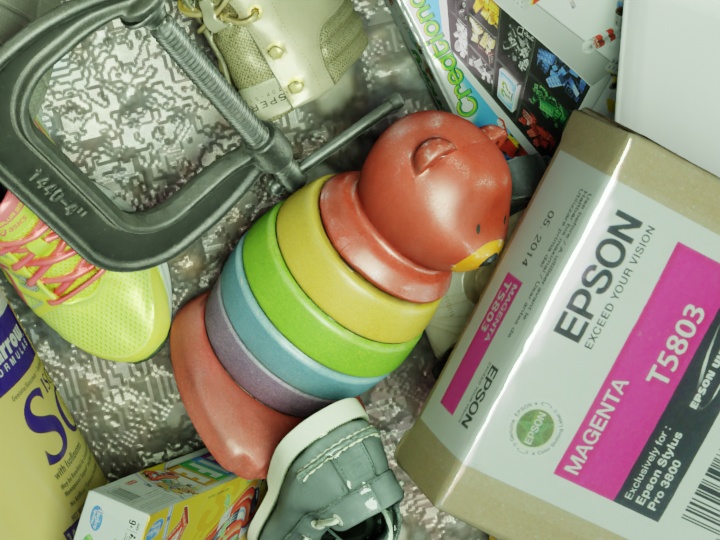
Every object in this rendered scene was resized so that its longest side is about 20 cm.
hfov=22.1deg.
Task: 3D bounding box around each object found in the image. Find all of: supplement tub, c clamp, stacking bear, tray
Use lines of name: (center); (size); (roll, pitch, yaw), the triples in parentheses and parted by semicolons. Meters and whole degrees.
supplement tub: (-0.223, 0.084, 0.934); (0.145, 0.145, 0.200); (-28, 107, -6)
c clamp: (-0.092, -0.077, 0.897); (0.171, 0.027, 0.200); (-42, 141, 7)
stacking bear: (0.000, 0.000, 0.944); (0.200, 0.121, 0.114); (-45, 69, 31)
tray: (0.180, -0.073, 0.983); (0.107, 0.022, 0.201); (15, 64, -15)

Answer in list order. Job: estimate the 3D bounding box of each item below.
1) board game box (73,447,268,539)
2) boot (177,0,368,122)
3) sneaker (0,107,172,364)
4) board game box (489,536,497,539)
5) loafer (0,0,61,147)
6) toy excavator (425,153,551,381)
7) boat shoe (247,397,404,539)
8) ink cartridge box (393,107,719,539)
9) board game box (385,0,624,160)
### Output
board game box: (-0.103, 0.166, 0.958); (0.034, 0.200, 0.135); (20, 98, 15)
boot: (-0.080, -0.141, 0.925); (0.200, 0.073, 0.156); (-39, 117, -45)
sneaker: (-0.170, -0.026, 0.945); (0.078, 0.090, 0.200); (-34, 106, 10)
board game box: (0.146, 0.111, 1.027); (0.153, 0.040, 0.200); (-19, 141, -9)
loafer: (-0.186, -0.151, 0.905); (0.063, 0.072, 0.201); (-4, 70, 23)
toy excavator: (0.144, -0.008, 1.023); (0.194, 0.200, 0.100); (-33, 70, 33)
boat shoe: (-0.013, 0.135, 0.977); (0.073, 0.200, 0.062); (-30, 68, -19)
ink cartridge box: (0.137, 0.048, 0.894); (0.164, 0.075, 0.200); (25, 97, -19)
board game box: (0.082, -0.154, 1.013); (0.126, 0.035, 0.200); (-30, 107, -7)
